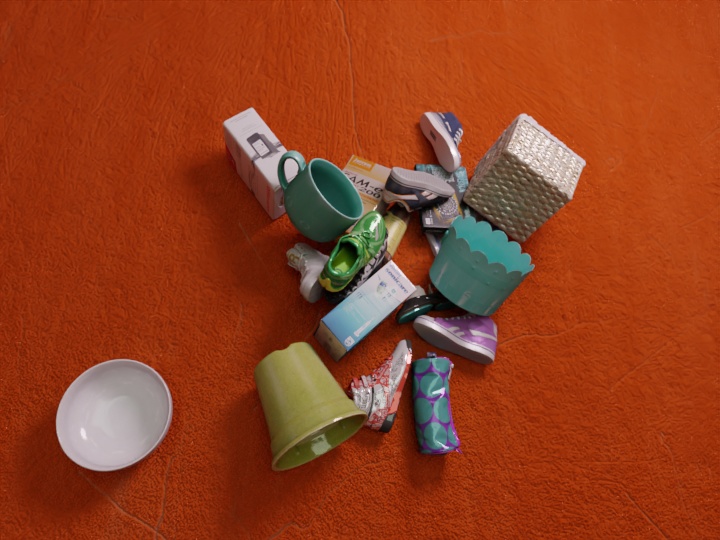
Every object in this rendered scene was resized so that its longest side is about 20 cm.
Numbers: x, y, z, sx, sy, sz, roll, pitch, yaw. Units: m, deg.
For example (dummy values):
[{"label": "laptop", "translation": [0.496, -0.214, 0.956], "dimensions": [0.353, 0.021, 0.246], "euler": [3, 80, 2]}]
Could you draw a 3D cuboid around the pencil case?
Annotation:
[{"label": "pencil case", "translation": [0.156, 0.278, 1.103], "dimensions": [0.091, 0.085, 0.203], "euler": [-9, 69, 17]}]

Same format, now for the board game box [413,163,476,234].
[{"label": "board game box", "translation": [0.205, -0.175, 1.292], "dimensions": [0.133, 0.028, 0.202], "euler": [3, 56, -7]}]

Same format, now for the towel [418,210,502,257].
[{"label": "towel", "translation": [0.252, -0.104, 1.301], "dimensions": [0.198, 0.024, 0.148], "euler": [-15, 73, -15]}]

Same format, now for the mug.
[{"label": "mug", "translation": [-0.093, -0.150, 1.107], "dimensions": [0.151, 0.114, 0.186], "euler": [-10, 65, -57]}]

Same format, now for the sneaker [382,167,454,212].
[{"label": "sneaker", "translation": [0.130, -0.182, 1.225], "dimensions": [0.198, 0.080, 0.079], "euler": [5, 36, -39]}]

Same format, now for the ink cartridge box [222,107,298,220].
[{"label": "ink cartridge box", "translation": [-0.220, -0.238, 1.203], "dimensions": [0.083, 0.145, 0.201], "euler": [-34, 78, -21]}]

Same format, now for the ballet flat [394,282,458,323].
[{"label": "ballet flat", "translation": [0.155, 0.067, 1.201], "dimensions": [0.198, 0.068, 0.069], "euler": [-12, 61, -25]}]

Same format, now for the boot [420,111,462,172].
[{"label": "boot", "translation": [0.230, -0.335, 1.345], "dimensions": [0.089, 0.073, 0.202], "euler": [-11, 59, -17]}]

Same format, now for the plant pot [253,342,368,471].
[{"label": "plant pot", "translation": [-0.115, 0.251, 1.026], "dimensions": [0.199, 0.201, 0.185], "euler": [-24, 63, -17]}]

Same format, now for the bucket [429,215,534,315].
[{"label": "bucket", "translation": [0.258, -0.010, 1.164], "dimensions": [0.205, 0.136, 0.208], "euler": [22, 29, -13]}]

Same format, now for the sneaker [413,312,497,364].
[{"label": "sneaker", "translation": [0.216, 0.122, 1.187], "dimensions": [0.199, 0.073, 0.115], "euler": [25, 63, -11]}]

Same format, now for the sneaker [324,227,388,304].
[{"label": "sneaker", "translation": [0.000, 0.000, 1.135], "dimensions": [0.066, 0.091, 0.201], "euler": [30, 74, 24]}]

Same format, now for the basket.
[{"label": "basket", "translation": [0.376, -0.211, 1.241], "dimensions": [0.199, 0.198, 0.161], "euler": [37, 48, -2]}]

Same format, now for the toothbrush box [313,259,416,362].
[{"label": "toothbrush box", "translation": [0.006, 0.088, 1.116], "dimensions": [0.199, 0.147, 0.085], "euler": [-39, 83, -20]}]

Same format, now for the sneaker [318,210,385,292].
[{"label": "sneaker", "translation": [-0.006, -0.043, 1.046], "dimensions": [0.074, 0.084, 0.201], "euler": [34, 63, 2]}]

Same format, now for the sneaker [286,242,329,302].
[{"label": "sneaker", "translation": [-0.118, 0.000, 1.127], "dimensions": [0.115, 0.200, 0.074], "euler": [28, 107, 6]}]

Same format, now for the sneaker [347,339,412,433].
[{"label": "sneaker", "translation": [0.037, 0.226, 1.112], "dimensions": [0.107, 0.067, 0.204], "euler": [20, 70, -5]}]

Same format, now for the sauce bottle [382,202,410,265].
[{"label": "sauce bottle", "translation": [0.079, -0.108, 1.252], "dimensions": [0.065, 0.066, 0.201], "euler": [27, 65, 1]}]

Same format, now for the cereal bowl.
[{"label": "cereal bowl", "translation": [-0.454, 0.274, 1.000], "dimensions": [0.197, 0.083, 0.203], "euler": [4, 69, -9]}]

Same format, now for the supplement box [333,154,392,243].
[{"label": "supplement box", "translation": [-0.010, -0.158, 1.233], "dimensions": [0.125, 0.074, 0.201], "euler": [23, 66, 17]}]
